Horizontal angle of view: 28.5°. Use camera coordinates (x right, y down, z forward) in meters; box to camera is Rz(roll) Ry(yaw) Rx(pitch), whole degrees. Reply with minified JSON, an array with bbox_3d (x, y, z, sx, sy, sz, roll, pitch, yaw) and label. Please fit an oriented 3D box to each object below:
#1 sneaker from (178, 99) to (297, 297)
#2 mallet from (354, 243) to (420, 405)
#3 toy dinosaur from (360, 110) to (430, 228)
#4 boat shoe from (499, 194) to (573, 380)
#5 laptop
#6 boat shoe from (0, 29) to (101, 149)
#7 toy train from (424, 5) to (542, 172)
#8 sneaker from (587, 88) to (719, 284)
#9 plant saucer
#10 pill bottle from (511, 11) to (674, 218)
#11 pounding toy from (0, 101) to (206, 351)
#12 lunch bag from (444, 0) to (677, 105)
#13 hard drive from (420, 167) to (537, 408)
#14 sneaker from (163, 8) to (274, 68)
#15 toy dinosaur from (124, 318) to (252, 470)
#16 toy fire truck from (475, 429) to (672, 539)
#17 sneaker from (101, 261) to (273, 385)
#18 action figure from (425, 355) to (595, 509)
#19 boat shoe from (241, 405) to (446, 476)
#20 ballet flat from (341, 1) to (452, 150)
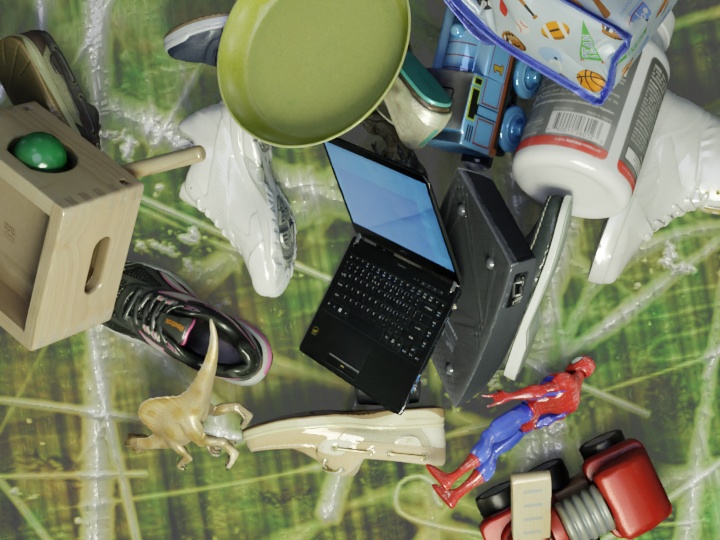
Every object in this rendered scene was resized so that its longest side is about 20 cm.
[{"bbox_3d":[-0.124,-0.067,1.379,0.099,0.078,0.202,-15,86,14],"label":"sneaker"},{"bbox_3d":[0.035,0.033,1.388,0.065,0.041,0.202,6,86,4],"label":"mallet"},{"bbox_3d":[0.050,-0.078,1.361,0.047,0.088,0.201,-27,88,10],"label":"toy dinosaur"},{"bbox_3d":[0.148,0.013,1.335,0.060,0.076,0.201,22,117,12],"label":"boat shoe"},{"bbox_3d":[0.000,0.000,1.305,0.103,0.177,0.201,25,92,-38],"label":"laptop"},{"bbox_3d":[-0.283,-0.141,1.376,0.071,0.066,0.202,-14,107,42],"label":"boat shoe"},{"bbox_3d":[0.117,-0.197,1.341,0.086,0.114,0.202,13,89,39],"label":"toy train"},{"bbox_3d":[0.302,-0.063,1.366,0.115,0.074,0.201,24,88,4],"label":"sneaker"},{"bbox_3d":[-0.039,-0.202,1.289,0.198,0.031,0.202,-8,71,25],"label":"plant saucer"},{"bbox_3d":[0.224,-0.161,1.328,0.115,0.116,0.201,22,70,1],"label":"pill bottle"},{"bbox_3d":[-0.273,-0.058,1.302,0.184,0.142,0.201,36,124,23],"label":"pounding toy"},{"bbox_3d":[0.178,-0.270,1.252,0.199,0.124,0.170,32,61,10],"label":"lunch bag"},{"bbox_3d":[0.102,0.017,1.302,0.042,0.201,0.136,-8,50,-22],"label":"hard drive"},{"bbox_3d":[-0.089,-0.193,1.374,0.198,0.070,0.110,-6,87,-2],"label":"sneaker"},{"bbox_3d":[-0.156,0.139,1.332,0.101,0.058,0.200,28,130,-18],"label":"toy dinosaur"},{"bbox_3d":[0.194,0.215,1.299,0.175,0.200,0.130,-25,89,0],"label":"toy fire truck"},{"bbox_3d":[-0.177,0.047,1.363,0.198,0.086,0.081,21,88,2],"label":"sneaker"},{"bbox_3d":[0.149,0.146,1.367,0.199,0.066,0.052,-34,49,-13],"label":"action figure"},{"bbox_3d":[-0.015,0.168,1.369,0.198,0.072,0.066,-3,88,-5],"label":"boat shoe"},{"bbox_3d":[0.019,-0.192,1.315,0.063,0.067,0.201,-55,46,34],"label":"ballet flat"}]
